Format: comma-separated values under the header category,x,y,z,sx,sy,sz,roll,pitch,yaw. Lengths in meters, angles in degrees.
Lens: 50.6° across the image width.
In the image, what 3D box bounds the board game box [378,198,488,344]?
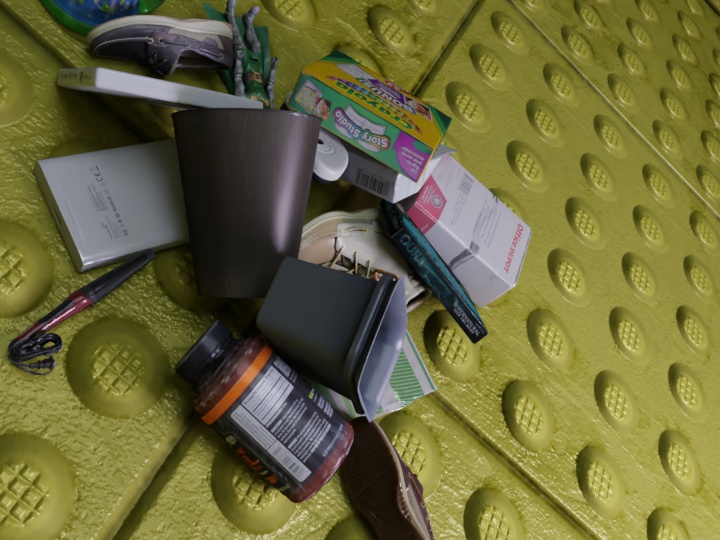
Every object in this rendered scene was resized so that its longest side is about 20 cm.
category,x,y,z,sx,sy,sz,roll,pitch,yaw
board game box,0.099,-0.006,1.057,0.201,0.028,0.136,50,11,-23

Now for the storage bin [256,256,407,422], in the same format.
category,x,y,z,sx,sy,sz,roll,pitch,yaw
storage bin,-0.027,0.060,0.847,0.131,0.201,0.148,20,71,12

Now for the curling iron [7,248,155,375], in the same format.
category,x,y,z,sx,sy,sz,roll,pitch,yaw
curling iron,-0.289,0.039,0.807,0.049,0.026,0.201,40,47,-1

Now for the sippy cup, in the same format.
category,x,y,z,sx,sy,sz,roll,pitch,yaw
sippy cup,-0.329,-0.392,0.965,0.140,0.130,0.178,47,46,-3

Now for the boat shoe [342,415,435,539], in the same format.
category,x,y,z,sx,sy,sz,roll,pitch,yaw
boat shoe,0.040,0.269,0.906,0.203,0.071,0.072,62,17,14

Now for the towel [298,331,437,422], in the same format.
category,x,y,z,sx,sy,sz,roll,pitch,yaw
towel,-0.001,0.120,0.986,0.197,0.023,0.155,-15,73,-40

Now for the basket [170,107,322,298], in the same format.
category,x,y,z,sx,sy,sz,roll,pitch,yaw
basket,-0.133,-0.074,0.881,0.175,0.136,0.206,2,92,5

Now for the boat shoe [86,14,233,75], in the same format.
category,x,y,z,sx,sy,sz,roll,pitch,yaw
boat shoe,-0.255,-0.291,1.001,0.196,0.071,0.067,-12,87,-35

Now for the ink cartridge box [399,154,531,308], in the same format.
category,x,y,z,sx,sy,sz,roll,pitch,yaw
ink cartridge box,0.155,-0.064,1.174,0.199,0.083,0.148,39,46,-11

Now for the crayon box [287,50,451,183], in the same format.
category,x,y,z,sx,sy,sz,roll,pitch,yaw
crayon box,0.019,-0.215,1.036,0.197,0.059,0.173,30,26,1

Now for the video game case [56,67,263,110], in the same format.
category,x,y,z,sx,sy,sz,roll,pitch,yaw
video game case,-0.241,-0.210,0.907,0.196,0.181,0.024,5,99,-35

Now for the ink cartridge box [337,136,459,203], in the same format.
category,x,y,z,sx,sy,sz,roll,pitch,yaw
ink cartridge box,0.035,-0.168,1.125,0.158,0.048,0.199,26,28,24

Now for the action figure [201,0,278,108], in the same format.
category,x,y,z,sx,sy,sz,roll,pitch,yaw
action figure,-0.158,-0.290,1.093,0.116,0.054,0.205,3,67,-40

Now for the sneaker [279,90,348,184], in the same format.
category,x,y,z,sx,sy,sz,roll,pitch,yaw
sneaker,-0.081,-0.142,1.008,0.072,0.113,0.202,20,29,-29

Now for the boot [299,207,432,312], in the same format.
category,x,y,z,sx,sy,sz,roll,pitch,yaw
boot,0.000,0.000,1.009,0.198,0.072,0.156,-16,64,-47

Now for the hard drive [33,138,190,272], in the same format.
category,x,y,z,sx,sy,sz,roll,pitch,yaw
hard drive,-0.264,-0.084,0.901,0.197,0.026,0.134,-19,77,-43

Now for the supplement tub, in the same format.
category,x,y,z,sx,sy,sz,roll,pitch,yaw
supplement tub,-0.107,0.148,0.828,0.200,0.107,0.107,44,46,-6
